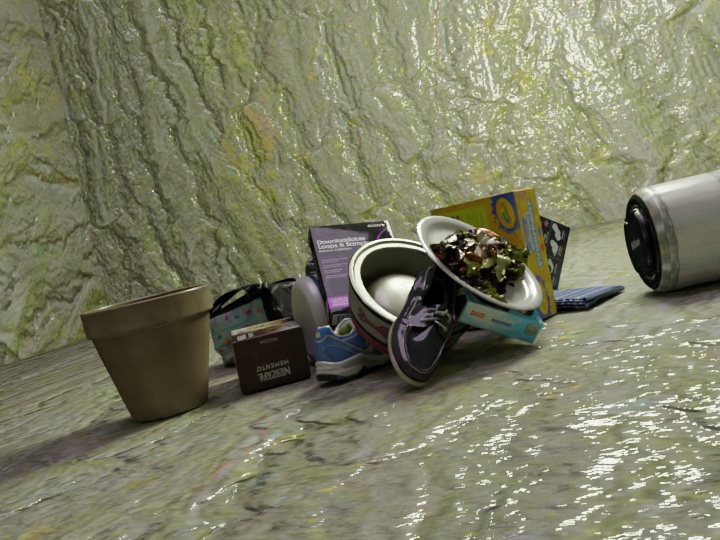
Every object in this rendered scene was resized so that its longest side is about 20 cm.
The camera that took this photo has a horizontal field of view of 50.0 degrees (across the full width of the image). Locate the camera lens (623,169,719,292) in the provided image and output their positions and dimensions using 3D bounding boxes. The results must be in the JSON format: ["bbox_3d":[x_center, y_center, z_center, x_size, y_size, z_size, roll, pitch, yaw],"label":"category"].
[{"bbox_3d":[0.514,-0.063,1.173,0.196,0.164,0.160,-13,3,4],"label":"camera lens"}]

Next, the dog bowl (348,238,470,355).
[{"bbox_3d":[0.069,0.045,1.111,0.196,0.075,0.202,11,38,-9],"label":"dog bowl"}]

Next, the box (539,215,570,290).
[{"bbox_3d":[0.300,-0.035,1.526,0.113,0.135,0.199,17,-8,-21],"label":"box"}]

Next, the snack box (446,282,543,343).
[{"bbox_3d":[0.177,0.016,1.091,0.114,0.038,0.201,17,29,-15],"label":"snack box"}]

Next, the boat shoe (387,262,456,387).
[{"bbox_3d":[0.085,0.059,0.983,0.063,0.072,0.202,-57,8,39],"label":"boat shoe"}]

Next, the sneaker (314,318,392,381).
[{"bbox_3d":[0.013,0.103,1.135,0.075,0.079,0.198,-12,0,45],"label":"sneaker"}]

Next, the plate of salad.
[{"bbox_3d":[0.166,-0.020,1.042,0.199,0.200,0.049,-17,-36,-55],"label":"plate of salad"}]

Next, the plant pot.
[{"bbox_3d":[-0.306,0.126,1.171,0.196,0.178,0.200,-13,2,1],"label":"plant pot"}]

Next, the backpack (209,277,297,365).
[{"bbox_3d":[-0.207,0.100,1.508,0.197,0.129,0.166,-24,-11,22],"label":"backpack"}]

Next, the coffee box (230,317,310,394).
[{"bbox_3d":[-0.150,0.133,1.254,0.111,0.082,0.200,-12,3,-9],"label":"coffee box"}]

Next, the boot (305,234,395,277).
[{"bbox_3d":[-0.032,0.006,1.444,0.202,0.074,0.155,-29,-25,-33],"label":"boot"}]

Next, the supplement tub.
[{"bbox_3d":[-0.005,0.062,1.304,0.196,0.148,0.145,-14,3,-21],"label":"supplement tub"}]

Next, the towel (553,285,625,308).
[{"bbox_3d":[0.325,0.052,1.302,0.197,0.024,0.143,-8,3,43],"label":"towel"}]

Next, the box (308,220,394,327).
[{"bbox_3d":[0.000,0.000,1.237,0.140,0.037,0.202,-5,44,-13],"label":"box"}]

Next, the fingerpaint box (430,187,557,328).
[{"bbox_3d":[0.214,-0.016,1.246,0.165,0.205,0.073,-11,2,42],"label":"fingerpaint box"}]
